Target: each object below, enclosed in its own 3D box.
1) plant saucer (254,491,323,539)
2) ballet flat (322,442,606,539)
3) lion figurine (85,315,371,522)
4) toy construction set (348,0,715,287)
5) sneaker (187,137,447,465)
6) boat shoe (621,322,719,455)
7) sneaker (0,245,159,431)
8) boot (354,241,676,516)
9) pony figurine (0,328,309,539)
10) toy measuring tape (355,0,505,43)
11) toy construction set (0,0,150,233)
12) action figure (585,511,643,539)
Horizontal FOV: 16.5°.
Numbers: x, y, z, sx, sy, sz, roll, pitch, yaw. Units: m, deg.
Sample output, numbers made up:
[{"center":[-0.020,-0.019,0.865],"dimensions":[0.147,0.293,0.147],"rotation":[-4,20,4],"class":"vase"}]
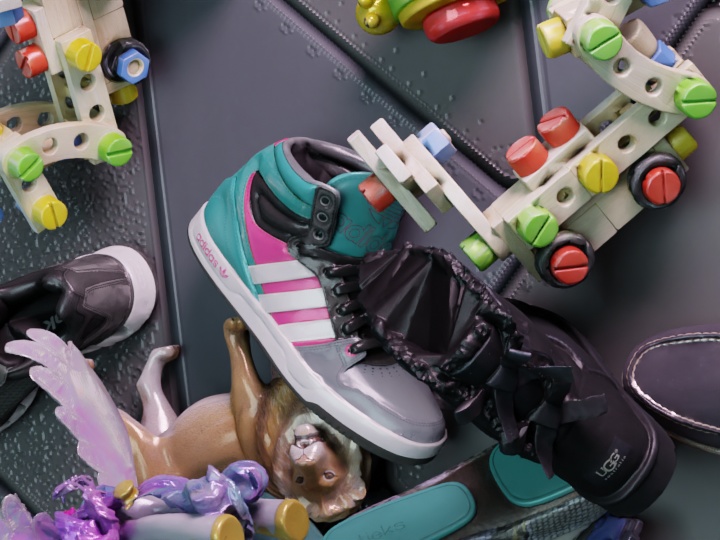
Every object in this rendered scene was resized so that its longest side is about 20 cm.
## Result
[{"center":[-0.084,0.223,1.417],"dimensions":[0.201,0.039,0.201],"rotation":[-13,62,26],"class":"plant saucer"},{"center":[0.075,0.130,1.328],"dimensions":[0.200,0.072,0.072],"rotation":[-25,80,2],"class":"ballet flat"},{"center":[-0.084,0.095,1.420],"dimensions":[0.200,0.072,0.123],"rotation":[-16,81,34],"class":"lion figurine"},{"center":[0.095,-0.072,1.272],"dimensions":[0.200,0.092,0.131],"rotation":[-34,116,16],"class":"toy construction set"},{"center":[0.000,0.000,1.363],"dimensions":[0.200,0.084,0.121],"rotation":[48,122,20],"class":"sneaker"},{"center":[0.220,0.059,1.242],"dimensions":[0.200,0.063,0.073],"rotation":[10,77,25],"class":"boat shoe"},{"center":[-0.216,0.048,1.476],"dimensions":[0.200,0.090,0.066],"rotation":[-34,76,26],"class":"sneaker"},{"center":[0.059,0.039,1.247],"dimensions":[0.073,0.162,0.198],"rotation":[-52,36,3],"class":"boot"},{"center":[-0.127,0.144,1.337],"dimensions":[0.200,0.167,0.193],"rotation":[-1,132,36],"class":"pony figurine"},{"center":[0.076,-0.171,1.316],"dimensions":[0.200,0.074,0.074],"rotation":[-23,81,28],"class":"toy measuring tape"},{"center":[-0.186,-0.122,1.416],"dimensions":[0.092,0.131,0.200],"rotation":[43,150,37],"class":"toy construction set"},{"center":[0.139,0.219,1.259],"dimensions":[0.193,0.200,0.105],"rotation":[-8,128,49],"class":"action figure"}]
